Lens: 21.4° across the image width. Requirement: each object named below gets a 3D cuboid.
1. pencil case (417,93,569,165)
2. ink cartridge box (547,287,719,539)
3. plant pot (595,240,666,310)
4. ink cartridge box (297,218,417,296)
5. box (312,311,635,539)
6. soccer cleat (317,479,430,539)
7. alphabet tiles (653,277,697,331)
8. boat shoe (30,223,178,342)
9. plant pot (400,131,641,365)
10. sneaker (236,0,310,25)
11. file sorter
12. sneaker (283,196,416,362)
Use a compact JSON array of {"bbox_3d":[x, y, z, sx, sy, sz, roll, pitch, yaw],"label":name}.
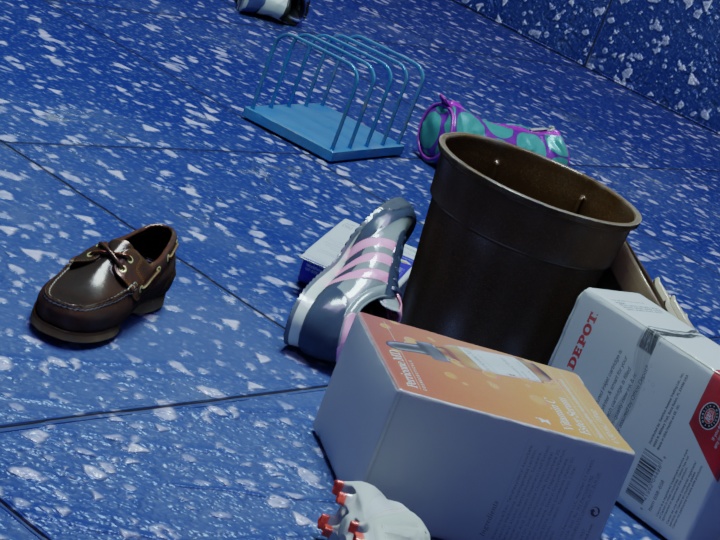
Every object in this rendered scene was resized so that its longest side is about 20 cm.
[{"bbox_3d":[0.177,-0.168,2.547,0.199,0.093,0.085,11,19,-29],"label":"pencil case"},{"bbox_3d":[0.254,0.123,1.629,0.083,0.145,0.200,6,23,-46],"label":"ink cartridge box"},{"bbox_3d":[0.262,0.072,1.826,0.202,0.092,0.201,56,10,-15],"label":"plant pot"},{"bbox_3d":[0.000,0.000,1.891,0.099,0.039,0.200,24,15,8],"label":"ink cartridge box"},{"bbox_3d":[0.083,0.130,1.463,0.199,0.107,0.152,16,17,-19],"label":"box"},{"bbox_3d":[0.018,0.193,1.258,0.077,0.070,0.200,22,13,-10],"label":"soccer cleat"},{"bbox_3d":[0.340,0.102,1.821,0.200,0.015,0.196,46,15,-53],"label":"alphabet tiles"},{"bbox_3d":[-0.206,0.005,1.564,0.070,0.071,0.200,25,18,9],"label":"boat shoe"},{"bbox_3d":[0.130,0.004,1.756,0.199,0.200,0.200,20,16,-6],"label":"plant pot"},{"bbox_3d":[-0.138,-0.445,3.073,0.114,0.081,0.200,21,23,-14],"label":"sneaker"},{"bbox_3d":[-0.028,-0.225,2.419,0.138,0.124,0.200,28,18,22],"label":"file sorter"},{"bbox_3d":[0.013,0.015,1.708,0.082,0.070,0.200,25,51,17],"label":"sneaker"}]
